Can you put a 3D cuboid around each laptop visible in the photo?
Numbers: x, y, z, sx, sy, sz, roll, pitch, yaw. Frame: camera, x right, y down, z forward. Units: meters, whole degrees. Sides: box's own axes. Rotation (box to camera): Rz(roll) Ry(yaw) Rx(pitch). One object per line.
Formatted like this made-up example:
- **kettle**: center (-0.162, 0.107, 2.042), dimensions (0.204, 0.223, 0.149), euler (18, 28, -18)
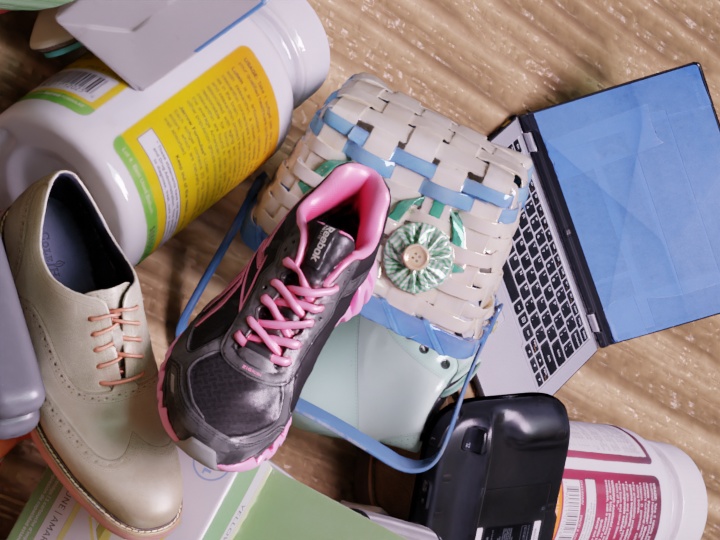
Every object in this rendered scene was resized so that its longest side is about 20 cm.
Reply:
- **laptop**: center (0.159, -0.011, 1.803), dimensions (0.200, 0.115, 0.188), euler (-41, 119, -39)

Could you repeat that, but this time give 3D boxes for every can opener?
- **can opener**: center (-0.221, -0.006, 1.387), dimensions (0.066, 0.053, 0.201), euler (-11, 67, -20)

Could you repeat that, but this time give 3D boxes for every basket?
- **basket**: center (0.000, 0.000, 1.555), dimensions (0.139, 0.175, 0.201), euler (-58, 172, -66)

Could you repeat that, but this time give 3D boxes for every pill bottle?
- **pill bottle**: center (-0.108, -0.088, 1.511), dimensions (0.200, 0.111, 0.112), euler (-41, 120, -39)
- **pill bottle**: center (0.140, 0.156, 1.791), dimensions (0.199, 0.109, 0.110), euler (9, 85, -47)

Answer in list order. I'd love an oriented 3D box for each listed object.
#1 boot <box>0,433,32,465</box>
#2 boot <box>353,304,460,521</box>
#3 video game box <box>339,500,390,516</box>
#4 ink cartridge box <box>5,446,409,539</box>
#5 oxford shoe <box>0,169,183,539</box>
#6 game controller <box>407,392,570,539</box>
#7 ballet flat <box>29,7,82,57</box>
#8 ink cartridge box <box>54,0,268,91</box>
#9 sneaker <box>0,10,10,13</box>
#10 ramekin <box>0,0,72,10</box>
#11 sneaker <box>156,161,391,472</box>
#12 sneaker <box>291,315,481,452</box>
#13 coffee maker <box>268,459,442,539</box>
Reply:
- **boot**: center (-0.222, 0.092, 1.431), dimensions (0.199, 0.075, 0.108), euler (-1, 98, -41)
- **boot**: center (0.040, 0.065, 1.706), dimensions (0.073, 0.075, 0.202), euler (-5, 94, -45)
- **video game box**: center (0.011, 0.279, 1.704), dimensions (0.182, 0.047, 0.201), euler (43, 61, -37)
- **ink cartridge box**: center (-0.087, 0.160, 1.416), dimensions (0.146, 0.199, 0.048), euler (-60, 155, -10)
- **oxford shoe**: center (-0.140, 0.044, 1.390), dimensions (0.070, 0.074, 0.201), euler (-18, 75, -32)
- **game controller**: center (0.074, 0.169, 1.656), dimensions (0.104, 0.042, 0.201), euler (-8, 119, -37)
- **ballet flat**: center (-0.129, -0.185, 1.525), dimensions (0.200, 0.069, 0.070), euler (-38, 118, -46)
- **ink cartridge box**: center (-0.081, -0.207, 1.453), dimensions (0.068, 0.116, 0.201), euler (39, 46, -23)
- **sneaker**: center (-0.185, -0.247, 1.471), dimensions (0.115, 0.078, 0.201), euler (38, 63, -22)
- **ramekin**: center (-0.188, -0.228, 1.364), dimensions (0.097, 0.199, 0.202), euler (7, 86, -54)
- **sneaker**: center (-0.039, 0.017, 1.385), dimensions (0.079, 0.096, 0.200), euler (32, 49, -2)
- **sneaker**: center (0.028, 0.014, 1.650), dimensions (0.074, 0.117, 0.202), euler (71, 37, -80)
- **coffee maker**: center (-0.065, 0.202, 1.544), dimensions (0.199, 0.135, 0.193), euler (30, 87, -28)
